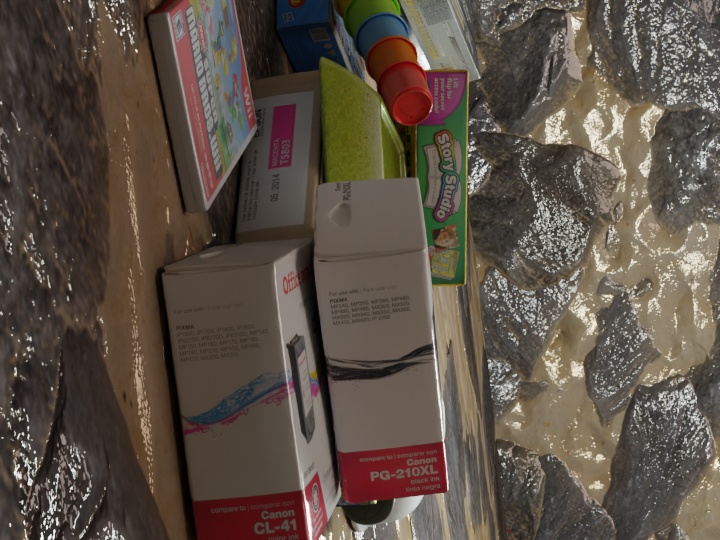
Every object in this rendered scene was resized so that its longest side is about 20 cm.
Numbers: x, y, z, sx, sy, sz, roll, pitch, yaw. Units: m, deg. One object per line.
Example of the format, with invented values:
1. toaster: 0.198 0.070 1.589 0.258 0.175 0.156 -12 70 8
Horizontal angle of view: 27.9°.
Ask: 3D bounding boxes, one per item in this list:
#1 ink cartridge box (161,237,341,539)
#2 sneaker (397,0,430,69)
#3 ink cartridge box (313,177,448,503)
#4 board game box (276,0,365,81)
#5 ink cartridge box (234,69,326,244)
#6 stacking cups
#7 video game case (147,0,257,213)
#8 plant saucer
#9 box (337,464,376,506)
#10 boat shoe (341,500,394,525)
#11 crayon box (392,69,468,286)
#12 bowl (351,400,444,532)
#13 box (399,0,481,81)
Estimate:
1. ink cartridge box: -0.072 0.087 1.023 0.148 0.084 0.203 -43 128 -79
2. sneaker: 0.031 -0.250 1.574 0.200 0.077 0.101 56 36 -54
3. ink cartridge box: 0.016 0.048 1.094 0.145 0.083 0.203 -92 176 -66
4. board game box: -0.040 -0.291 1.518 0.200 0.055 0.199 63 23 -66
5. ink cartridge box: -0.050 -0.044 1.260 0.166 0.074 0.202 71 17 -50
6. stacking cups: 0.021 -0.208 1.335 0.201 0.060 0.061 -108 -177 -50
7. video game case: -0.115 -0.145 1.094 0.200 0.017 0.145 -74 156 -67
8. plant saucer: 0.011 -0.061 1.270 0.200 0.047 0.203 55 31 -72
9. box: -0.023 0.116 1.365 0.070 0.063 0.203 62 25 -65
10. boat shoe: -0.001 0.153 1.463 0.065 0.073 0.205 -21 99 -76
11. crayon box: 0.060 -0.095 1.429 0.173 0.057 0.203 -144 -127 -78
12. bowl: 0.044 0.186 1.587 0.201 0.089 0.204 2 90 -81
13. box: 0.070 -0.311 1.496 0.200 0.048 0.160 56 26 -56
